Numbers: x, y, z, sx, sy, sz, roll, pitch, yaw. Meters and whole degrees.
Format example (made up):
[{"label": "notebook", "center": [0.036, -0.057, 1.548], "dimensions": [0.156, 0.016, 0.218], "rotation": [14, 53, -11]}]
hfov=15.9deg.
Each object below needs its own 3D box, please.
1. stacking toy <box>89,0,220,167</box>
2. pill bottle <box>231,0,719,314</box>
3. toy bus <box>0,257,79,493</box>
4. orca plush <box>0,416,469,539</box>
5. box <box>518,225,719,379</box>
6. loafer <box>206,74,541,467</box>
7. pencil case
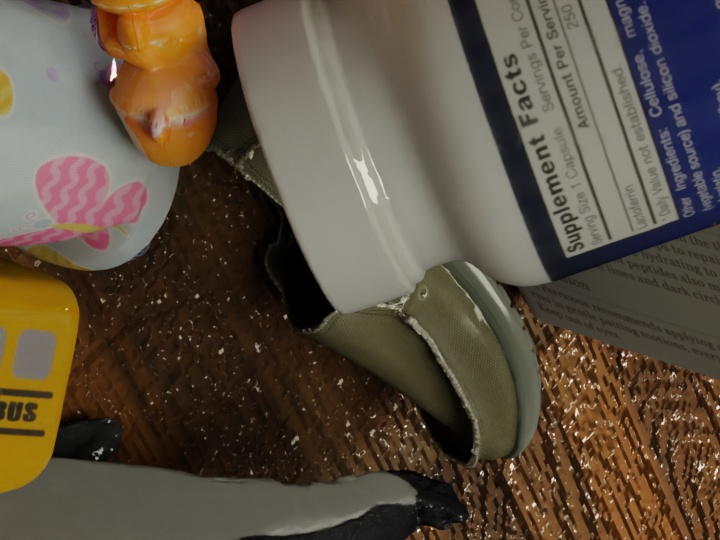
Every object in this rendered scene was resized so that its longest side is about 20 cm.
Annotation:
[{"label": "stacking toy", "center": [-0.068, -0.119, 0.711], "dimensions": [0.109, 0.116, 0.201], "rotation": [-7, 119, 2]}, {"label": "pill bottle", "center": [0.071, -0.063, 0.740], "dimensions": [0.199, 0.116, 0.116], "rotation": [-19, 125, 7]}, {"label": "toy bus", "center": [-0.181, 0.029, 0.747], "dimensions": [0.199, 0.065, 0.079], "rotation": [7, 99, -44]}, {"label": "orca plush", "center": [-0.067, 0.102, 0.865], "dimensions": [0.199, 0.105, 0.071], "rotation": [-12, 128, -37]}, {"label": "box", "center": [0.155, -0.083, 0.933], "dimensions": [0.200, 0.198, 0.172], "rotation": [-50, 132, -21]}, {"label": "loafer", "center": [0.000, 0.000, 0.914], "dimensions": [0.070, 0.075, 0.201], "rotation": [-38, 123, -13]}, {"label": "pencil case", "center": [-0.146, -0.047, 0.743], "dimensions": [0.199, 0.090, 0.084], "rotation": [7, 72, -46]}]
